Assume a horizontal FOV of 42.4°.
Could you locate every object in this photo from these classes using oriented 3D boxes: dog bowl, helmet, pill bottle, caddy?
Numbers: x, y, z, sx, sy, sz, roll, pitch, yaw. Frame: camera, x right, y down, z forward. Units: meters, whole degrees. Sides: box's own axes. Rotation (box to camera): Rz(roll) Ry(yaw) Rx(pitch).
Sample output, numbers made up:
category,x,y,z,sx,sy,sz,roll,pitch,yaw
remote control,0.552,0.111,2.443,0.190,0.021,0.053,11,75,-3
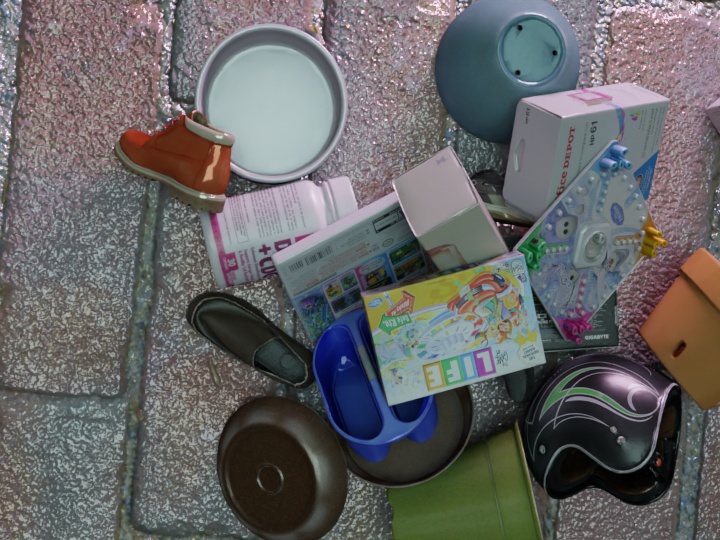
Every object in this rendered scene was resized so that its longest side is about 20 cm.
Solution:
category,x,y,z,sx,sy,sz,roll,pitch,yaw
dog bowl,-0.118,-0.215,1.223,0.197,0.079,0.204,0,91,-6
helmet,0.312,0.209,1.224,0.188,0.199,0.204,7,91,32
pill bottle,-0.102,-0.054,1.210,0.197,0.113,0.115,-14,93,-5
caddy,0.019,0.142,1.188,0.140,0.105,0.202,-23,51,0

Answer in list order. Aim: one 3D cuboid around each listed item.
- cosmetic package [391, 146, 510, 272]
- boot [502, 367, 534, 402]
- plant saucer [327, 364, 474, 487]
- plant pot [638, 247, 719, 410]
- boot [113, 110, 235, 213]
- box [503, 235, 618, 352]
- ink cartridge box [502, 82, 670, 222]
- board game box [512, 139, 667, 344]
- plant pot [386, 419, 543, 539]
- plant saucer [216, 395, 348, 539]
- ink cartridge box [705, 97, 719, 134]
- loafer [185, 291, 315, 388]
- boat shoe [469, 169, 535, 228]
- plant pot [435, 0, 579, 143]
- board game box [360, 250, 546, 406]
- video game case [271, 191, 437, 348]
category,x,y,z,sx,sy,sz,roll,pitch,yaw
cosmetic package,0.125,-0.044,1.147,0.086,0.200,0.104,-27,50,10
boot,0.150,0.102,1.198,0.130,0.070,0.202,-16,124,0
plant saucer,0.055,0.198,1.226,0.197,0.035,0.203,-8,52,10
plant pot,0.471,0.090,1.247,0.140,0.200,0.201,-40,95,13
boot,-0.233,-0.157,1.173,0.198,0.075,0.109,27,108,32
box,0.254,0.031,1.284,0.196,0.049,0.163,-4,89,-6
ink cartridge box,0.292,-0.154,1.204,0.198,0.085,0.147,-13,122,-29
board game box,0.303,-0.030,1.197,0.200,0.026,0.200,-47,130,-8
plant pot,0.137,0.315,1.225,0.187,0.200,0.203,-13,93,8
plant saucer,-0.112,0.267,1.210,0.197,0.037,0.204,3,98,23
ink cartridge box,0.594,-0.180,1.304,0.116,0.067,0.201,-36,95,-4
loafer,-0.140,0.091,1.232,0.198,0.071,0.074,28,88,-6
boat shoe,0.172,-0.105,1.263,0.197,0.072,0.066,13,84,-9
plant pot,0.207,-0.277,1.227,0.197,0.135,0.204,0,91,-5
board game box,0.110,0.068,1.102,0.197,0.034,0.137,-15,100,-4
video game case,0.000,0.000,1.211,0.198,0.024,0.183,-28,138,-6
